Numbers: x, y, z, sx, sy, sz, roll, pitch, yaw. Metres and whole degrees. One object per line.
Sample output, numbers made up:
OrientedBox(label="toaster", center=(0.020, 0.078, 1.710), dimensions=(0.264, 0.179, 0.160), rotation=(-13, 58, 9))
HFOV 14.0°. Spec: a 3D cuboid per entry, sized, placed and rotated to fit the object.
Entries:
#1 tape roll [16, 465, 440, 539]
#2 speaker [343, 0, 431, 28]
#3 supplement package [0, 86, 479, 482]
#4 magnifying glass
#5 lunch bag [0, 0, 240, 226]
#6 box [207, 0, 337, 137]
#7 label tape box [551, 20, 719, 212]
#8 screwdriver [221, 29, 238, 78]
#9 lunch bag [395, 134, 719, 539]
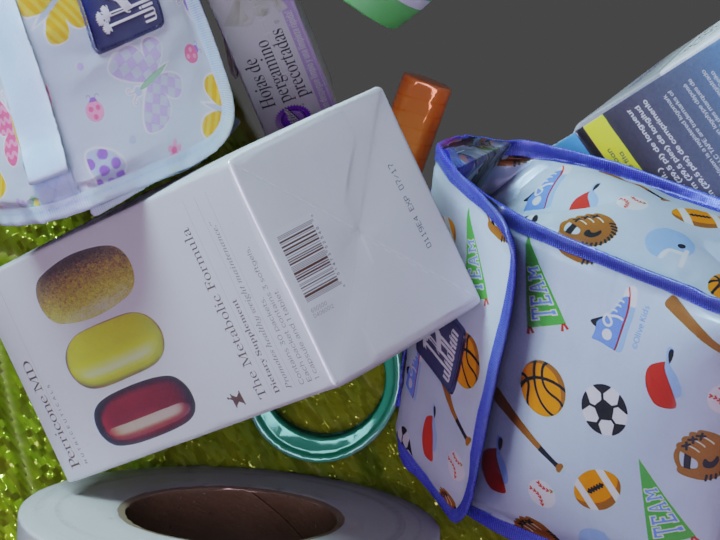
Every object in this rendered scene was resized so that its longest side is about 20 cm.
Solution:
OrientedBox(label="tape roll", center=(-0.065, 0.182, 1.394), dimensions=(0.202, 0.203, 0.140), rotation=(5, 101, 6))
OrientedBox(label="speaker", center=(0.049, -0.213, 1.371), dimensions=(0.088, 0.088, 0.200), rotation=(38, 102, -1))
OrientedBox(label="supplement package", center=(-0.065, 0.010, 1.362), dimensions=(0.200, 0.109, 0.114), rotation=(-23, 94, 45))
OrientedBox(label="magnifying glass", center=(0.000, 0.000, 1.446), dimensions=(0.079, 0.022, 0.201), rotation=(20, 101, 3))
OrientedBox(label="lunch bag", center=(-0.134, -0.116, 1.351), dimensions=(0.127, 0.200, 0.170), rotation=(-17, 96, 10))
OrientedBox(label="box", center=(-0.057, -0.144, 1.362), dimensions=(0.039, 0.042, 0.200), rotation=(-18, 134, 5))
OrientedBox(label="label tape box", center=(0.194, -0.048, 1.381), dimensions=(0.143, 0.066, 0.200), rotation=(53, 140, -4))
OrientedBox(label="screwdriver", center=(-0.083, -0.191, 1.417), dimensions=(0.029, 0.028, 0.201), rotation=(-8, 96, -21))
OrientedBox(label="lunch bag", center=(0.106, 0.043, 1.373), dimensions=(0.200, 0.124, 0.170), rotation=(24, 119, 29))
